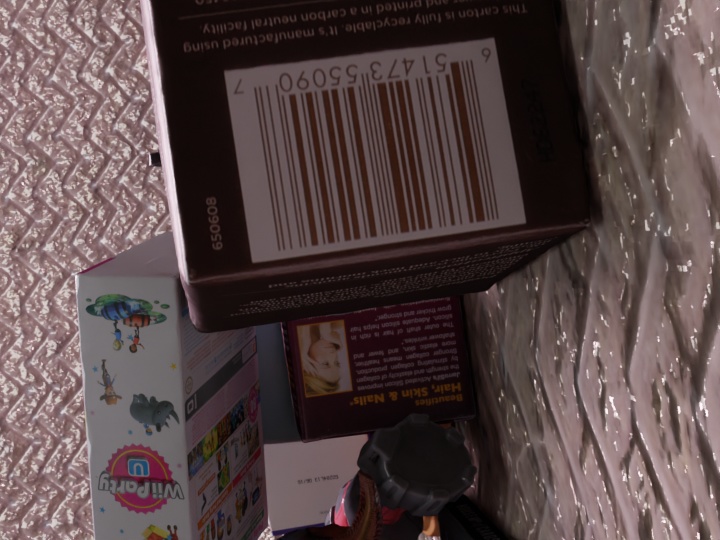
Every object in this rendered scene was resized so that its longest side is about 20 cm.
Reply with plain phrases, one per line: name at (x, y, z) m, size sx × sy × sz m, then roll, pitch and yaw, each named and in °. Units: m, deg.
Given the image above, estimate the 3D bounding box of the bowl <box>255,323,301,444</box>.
bowl at (-0.081, 0.038, 0.879) m, size 0.201 × 0.200 × 0.106 m, roll -117°, pitch 31°, yaw -69°

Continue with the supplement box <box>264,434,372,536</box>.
supplement box at (-0.036, 0.134, 1.087) m, size 0.200 × 0.101 × 0.104 m, roll -93°, pitch -8°, yaw -69°

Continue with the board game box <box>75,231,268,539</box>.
board game box at (-0.107, 0.086, 0.717) m, size 0.148 × 0.064 × 0.201 m, roll -43°, pitch -48°, yaw -74°

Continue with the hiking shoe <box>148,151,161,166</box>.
hiking shoe at (-0.084, -0.079, 0.909) m, size 0.200 × 0.100 × 0.076 m, roll 30°, pitch -122°, yaw -74°

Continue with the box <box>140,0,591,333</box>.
box at (-0.010, -0.071, 0.558) m, size 0.200 × 0.165 × 0.165 m, roll 131°, pitch 130°, yaw -79°

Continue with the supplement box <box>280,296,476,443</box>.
supplement box at (0.000, 0.000, 0.770) m, size 0.086 × 0.110 × 0.201 m, roll 172°, pitch 90°, yaw -83°

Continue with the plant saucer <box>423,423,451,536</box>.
plant saucer at (0.032, 0.104, 0.920) m, size 0.200 × 0.037 × 0.201 m, roll 172°, pitch 90°, yaw -83°

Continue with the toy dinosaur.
toy dinosaur at (-0.021, 0.201, 0.788) m, size 0.105 × 0.200 × 0.182 m, roll 44°, pitch -168°, yaw -3°

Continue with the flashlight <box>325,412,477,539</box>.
flashlight at (0.025, 0.145, 0.768) m, size 0.068 × 0.067 × 0.200 m, roll 61°, pitch 158°, yaw 14°

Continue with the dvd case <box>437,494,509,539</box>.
dvd case at (0.082, 0.252, 0.738) m, size 0.150 × 0.025 × 0.201 m, roll -164°, pitch 66°, yaw -82°
